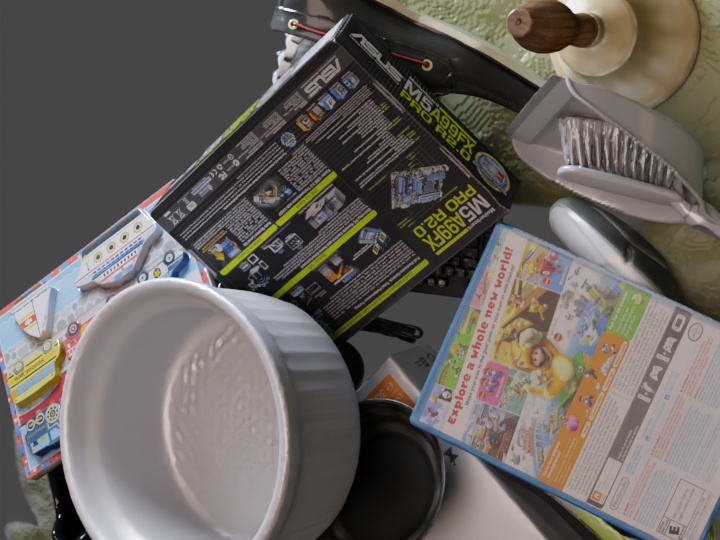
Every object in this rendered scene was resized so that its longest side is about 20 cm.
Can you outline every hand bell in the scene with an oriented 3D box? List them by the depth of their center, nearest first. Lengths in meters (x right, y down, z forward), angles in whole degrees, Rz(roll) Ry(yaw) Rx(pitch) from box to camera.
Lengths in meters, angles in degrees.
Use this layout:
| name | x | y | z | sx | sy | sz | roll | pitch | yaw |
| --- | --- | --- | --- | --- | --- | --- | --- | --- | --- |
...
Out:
| name | x | y | z | sx | sy | sz | roll | pitch | yaw |
| --- | --- | --- | --- | --- | --- | --- | --- | --- | --- |
| hand bell | 0.132 | -0.149 | 0.998 | 0.104 | 0.200 | 0.105 | 2 | 95 | 26 |

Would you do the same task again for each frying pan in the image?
| name | x | y | z | sx | sy | sz | roll | pitch | yaw |
| --- | --- | --- | --- | --- | --- | --- | --- | --- | --- |
| frying pan | -0.022 | 0.141 | 1.103 | 0.189 | 0.031 | 0.115 | 3 | 75 | 35 |

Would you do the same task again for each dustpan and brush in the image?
| name | x | y | z | sx | sy | sz | roll | pitch | yaw |
| --- | --- | --- | --- | --- | --- | --- | --- | --- | --- |
| dustpan and brush | 0.194 | -0.052 | 1.040 | 0.199 | 0.140 | 0.057 | 16 | 77 | -5 |

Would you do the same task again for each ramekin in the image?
| name | x | y | z | sx | sy | sz | roll | pitch | yaw |
| --- | --- | --- | --- | --- | --- | --- | --- | --- | --- |
| ramekin | -0.095 | 0.105 | 1.073 | 0.200 | 0.098 | 0.202 | 0 | 89 | 36 |

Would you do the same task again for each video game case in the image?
| name | x | y | z | sx | sy | sz | roll | pitch | yaw |
| --- | --- | --- | --- | --- | --- | --- | --- | --- | --- |
| video game case | 0.148 | 0.075 | 1.028 | 0.199 | 0.018 | 0.144 | 25 | 100 | 11 |

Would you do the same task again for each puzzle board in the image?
| name | x | y | z | sx | sy | sz | roll | pitch | yaw |
| --- | --- | --- | --- | --- | --- | --- | --- | --- | --- |
| puzzle board | -0.193 | 0.043 | 1.215 | 0.200 | 0.017 | 0.151 | -35 | 56 | 18 |

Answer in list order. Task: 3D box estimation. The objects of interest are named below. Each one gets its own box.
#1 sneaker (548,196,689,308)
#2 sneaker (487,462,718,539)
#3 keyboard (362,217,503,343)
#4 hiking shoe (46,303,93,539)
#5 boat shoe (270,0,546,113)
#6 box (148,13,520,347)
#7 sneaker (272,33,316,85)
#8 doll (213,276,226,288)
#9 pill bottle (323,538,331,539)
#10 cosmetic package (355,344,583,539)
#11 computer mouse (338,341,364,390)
| name | x | y | z | sx | sy | sz | roll | pitch | yaw |
| --- | --- | --- | --- | --- | --- | --- | --- | --- | --- |
| sneaker | 0.181 | 0.040 | 1.064 | 0.080 | 0.070 | 0.200 | -44 | 76 | 25 |
| sneaker | 0.151 | 0.116 | 1.084 | 0.200 | 0.072 | 0.083 | 39 | 119 | 6 |
| keyboard | 0.000 | 0.000 | 1.145 | 0.199 | 0.021 | 0.128 | 7 | 124 | 14 |
| hiking shoe | -0.200 | 0.121 | 1.245 | 0.074 | 0.087 | 0.201 | -4 | 93 | 26 |
| boat shoe | 0.038 | -0.144 | 1.088 | 0.201 | 0.074 | 0.063 | 24 | 96 | -7 |
| box | -0.020 | -0.048 | 1.085 | 0.160 | 0.044 | 0.200 | 43 | 123 | -12 |
| sneaker | -0.024 | -0.102 | 1.155 | 0.090 | 0.066 | 0.201 | 28 | 109 | 17 |
| doll | -0.121 | 0.062 | 1.208 | 0.136 | 0.048 | 0.201 | 14 | 84 | 25 |
| pill bottle | -0.056 | 0.235 | 1.146 | 0.199 | 0.112 | 0.113 | 4 | 97 | 43 |
| cosmetic package | 0.066 | 0.160 | 1.129 | 0.200 | 0.071 | 0.101 | 48 | 112 | 14 |
| computer mouse | -0.080 | 0.108 | 1.216 | 0.200 | 0.034 | 0.059 | -34 | 81 | 25 |
